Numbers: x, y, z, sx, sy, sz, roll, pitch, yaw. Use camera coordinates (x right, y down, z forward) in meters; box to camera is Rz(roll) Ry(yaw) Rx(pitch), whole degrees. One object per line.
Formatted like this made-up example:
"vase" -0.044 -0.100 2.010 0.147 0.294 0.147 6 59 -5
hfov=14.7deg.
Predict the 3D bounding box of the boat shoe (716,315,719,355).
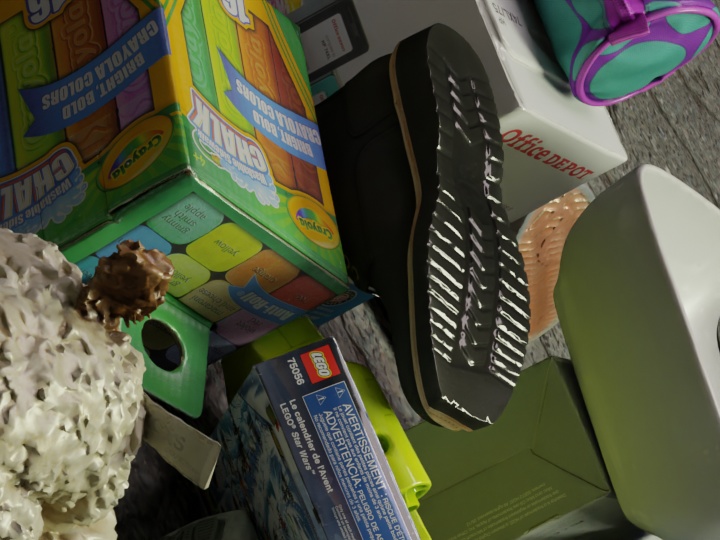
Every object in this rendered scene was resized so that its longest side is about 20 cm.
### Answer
"boat shoe" 0.228 0.094 1.299 0.200 0.074 0.060 49 -20 1

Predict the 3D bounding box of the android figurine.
"android figurine" -0.011 0.101 1.285 0.201 0.041 0.182 62 -17 21

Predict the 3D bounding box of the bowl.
"bowl" 0.167 0.064 1.372 0.200 0.074 0.201 25 42 -59

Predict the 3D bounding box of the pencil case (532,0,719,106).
"pencil case" 0.107 -0.186 1.399 0.092 0.085 0.201 54 13 -70

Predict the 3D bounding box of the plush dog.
"plush dog" -0.162 0.054 0.972 0.171 0.160 0.201 -26 87 -43

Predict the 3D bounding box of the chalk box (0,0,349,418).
"chalk box" -0.093 -0.033 1.238 0.125 0.124 0.201 35 33 -48

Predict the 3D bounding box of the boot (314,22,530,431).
"boot" 0.000 0.000 1.281 0.077 0.138 0.201 37 41 -40

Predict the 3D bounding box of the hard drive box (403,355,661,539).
"hard drive box" 0.084 0.118 1.437 0.200 0.155 0.077 17 48 -64

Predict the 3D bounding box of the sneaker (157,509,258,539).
"sneaker" -0.060 0.178 1.130 0.100 0.078 0.200 60 21 -15

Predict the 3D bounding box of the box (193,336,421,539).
"box" -0.019 0.120 1.191 0.200 0.040 0.137 125 -57 -71

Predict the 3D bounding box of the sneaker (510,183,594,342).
"sneaker" 0.089 -0.024 1.678 0.080 0.071 0.200 58 -17 20

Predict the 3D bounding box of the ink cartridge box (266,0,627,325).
"ink cartridge box" 0.005 -0.086 1.434 0.147 0.199 0.147 18 47 -63
